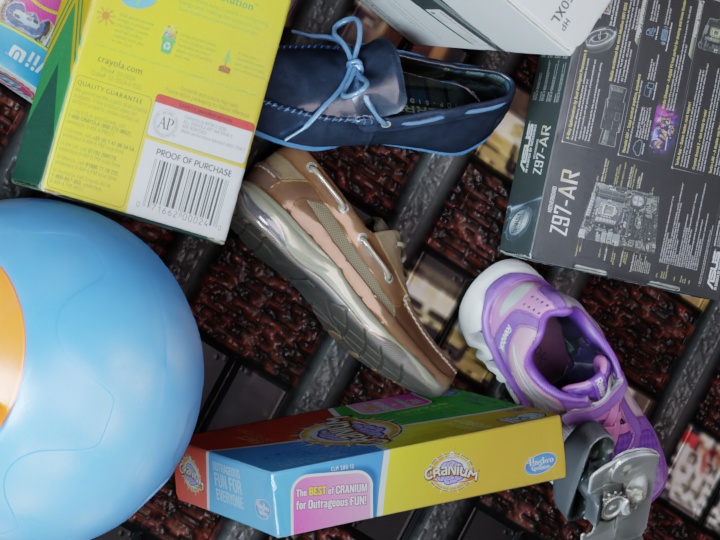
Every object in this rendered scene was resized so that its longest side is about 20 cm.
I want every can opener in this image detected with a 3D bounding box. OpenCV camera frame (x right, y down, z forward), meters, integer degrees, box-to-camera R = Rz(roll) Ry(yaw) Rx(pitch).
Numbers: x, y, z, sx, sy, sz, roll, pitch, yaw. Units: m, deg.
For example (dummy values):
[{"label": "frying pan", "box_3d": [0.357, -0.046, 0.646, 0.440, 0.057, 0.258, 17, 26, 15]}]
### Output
[{"label": "can opener", "box_3d": [0.156, 0.181, 1.848, 0.053, 0.067, 0.201, -19, 138, -24]}]

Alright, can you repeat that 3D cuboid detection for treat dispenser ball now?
[{"label": "treat dispenser ball", "box_3d": [-0.189, 0.059, 1.601, 0.200, 0.201, 0.202, -3, 98, -27]}]

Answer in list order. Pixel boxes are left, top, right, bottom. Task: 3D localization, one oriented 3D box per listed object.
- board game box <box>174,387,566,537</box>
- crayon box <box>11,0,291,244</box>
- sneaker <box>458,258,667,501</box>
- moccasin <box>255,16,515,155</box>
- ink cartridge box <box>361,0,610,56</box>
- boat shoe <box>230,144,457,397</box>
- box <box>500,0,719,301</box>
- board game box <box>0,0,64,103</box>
[{"label": "board game box", "box_3d": [0.004, 0.116, 1.734, 0.199, 0.153, 0.041, -10, 99, -26]}, {"label": "crayon box", "box_3d": [-0.114, -0.129, 1.632, 0.126, 0.051, 0.201, 17, 89, -30]}, {"label": "sneaker", "box_3d": [0.146, 0.083, 1.839, 0.080, 0.088, 0.200, -43, 114, -18]}, {"label": "moccasin", "box_3d": [0.006, -0.120, 1.746, 0.199, 0.068, 0.081, -1, 64, -34]}, {"label": "ink cartridge box", "box_3d": [0.089, -0.215, 1.711, 0.084, 0.200, 0.145, 36, 79, -26]}, {"label": "boat shoe", "box_3d": [0.000, 0.000, 1.764, 0.072, 0.076, 0.200, -50, 116, -16]}, {"label": "box", "box_3d": [0.188, -0.092, 1.865, 0.160, 0.043, 0.201, 11, 91, -28]}, {"label": "board game box", "box_3d": [-0.161, -0.198, 1.663, 0.147, 0.064, 0.201, 33, 82, -27]}]
